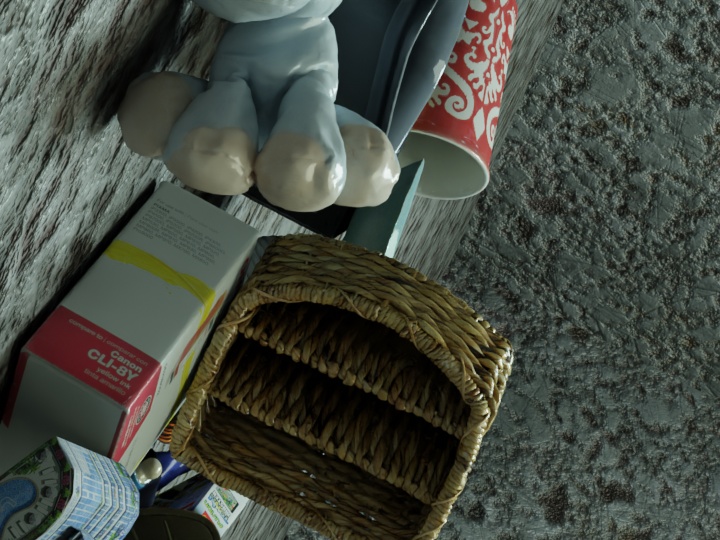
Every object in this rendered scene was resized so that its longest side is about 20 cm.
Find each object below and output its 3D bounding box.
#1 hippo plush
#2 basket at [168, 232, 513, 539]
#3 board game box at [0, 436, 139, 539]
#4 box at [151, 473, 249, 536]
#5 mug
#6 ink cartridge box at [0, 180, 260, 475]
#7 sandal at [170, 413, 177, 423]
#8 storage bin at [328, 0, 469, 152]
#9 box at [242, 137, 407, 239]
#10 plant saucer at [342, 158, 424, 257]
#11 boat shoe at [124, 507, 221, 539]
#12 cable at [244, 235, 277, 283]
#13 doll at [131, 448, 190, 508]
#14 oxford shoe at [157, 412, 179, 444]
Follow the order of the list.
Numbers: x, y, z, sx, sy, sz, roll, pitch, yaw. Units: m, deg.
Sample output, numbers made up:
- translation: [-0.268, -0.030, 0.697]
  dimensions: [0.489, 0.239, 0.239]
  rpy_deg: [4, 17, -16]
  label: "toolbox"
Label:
- translation: [-0.035, -0.135, 1.157]
  dimensions: [0.200, 0.159, 0.161]
  rpy_deg: [-17, 126, -55]
  label: "hippo plush"
- translation: [-0.008, 0.083, 1.348]
  dimensions: [0.149, 0.199, 0.143]
  rpy_deg: [-59, 175, -47]
  label: "basket"
- translation: [-0.228, 0.183, 1.137]
  dimensions: [0.200, 0.062, 0.200]
  rpy_deg: [-37, 167, 0]
  label: "board game box"
- translation: [-0.184, 0.223, 1.585]
  dimensions: [0.200, 0.035, 0.110]
  rpy_deg: [-29, -171, 25]
  label: "box"
- translation: [0.065, -0.192, 1.964]
  dimensions: [0.134, 0.177, 0.201]
  rpy_deg: [57, 44, -56]
  label: "mug"
- translation: [-0.158, 0.056, 1.321]
  dimensions: [0.200, 0.083, 0.145]
  rpy_deg: [-57, 172, -46]
  label: "ink cartridge box"
- translation: [-0.164, 0.091, 1.550]
  dimensions: [0.201, 0.054, 0.082]
  rpy_deg: [-64, 174, 23]
  label: "sandal"
- translation: [-0.004, -0.185, 1.318]
  dimensions: [0.146, 0.134, 0.200]
  rpy_deg: [-59, 174, -26]
  label: "storage bin"
- translation: [-0.010, -0.142, 1.591]
  dimensions: [0.201, 0.104, 0.148]
  rpy_deg: [-64, 173, 12]
  label: "box"
- translation: [0.000, 0.000, 1.555]
  dimensions: [0.201, 0.039, 0.202]
  rpy_deg: [21, 90, -87]
  label: "plant saucer"
- translation: [-0.200, 0.227, 1.452]
  dimensions: [0.199, 0.072, 0.068]
  rpy_deg: [-17, 171, -6]
  label: "boat shoe"
- translation: [-0.077, 0.070, 1.576]
  dimensions: [0.069, 0.201, 0.200]
  rpy_deg: [-15, 157, -13]
  label: "cable"
- translation: [-0.183, 0.167, 1.504]
  dimensions: [0.200, 0.049, 0.136]
  rpy_deg: [-25, 170, -45]
  label: "doll"
- translation: [-0.157, 0.122, 1.697]
  dimensions: [0.073, 0.071, 0.200]
  rpy_deg: [-57, 174, 1]
  label: "oxford shoe"
